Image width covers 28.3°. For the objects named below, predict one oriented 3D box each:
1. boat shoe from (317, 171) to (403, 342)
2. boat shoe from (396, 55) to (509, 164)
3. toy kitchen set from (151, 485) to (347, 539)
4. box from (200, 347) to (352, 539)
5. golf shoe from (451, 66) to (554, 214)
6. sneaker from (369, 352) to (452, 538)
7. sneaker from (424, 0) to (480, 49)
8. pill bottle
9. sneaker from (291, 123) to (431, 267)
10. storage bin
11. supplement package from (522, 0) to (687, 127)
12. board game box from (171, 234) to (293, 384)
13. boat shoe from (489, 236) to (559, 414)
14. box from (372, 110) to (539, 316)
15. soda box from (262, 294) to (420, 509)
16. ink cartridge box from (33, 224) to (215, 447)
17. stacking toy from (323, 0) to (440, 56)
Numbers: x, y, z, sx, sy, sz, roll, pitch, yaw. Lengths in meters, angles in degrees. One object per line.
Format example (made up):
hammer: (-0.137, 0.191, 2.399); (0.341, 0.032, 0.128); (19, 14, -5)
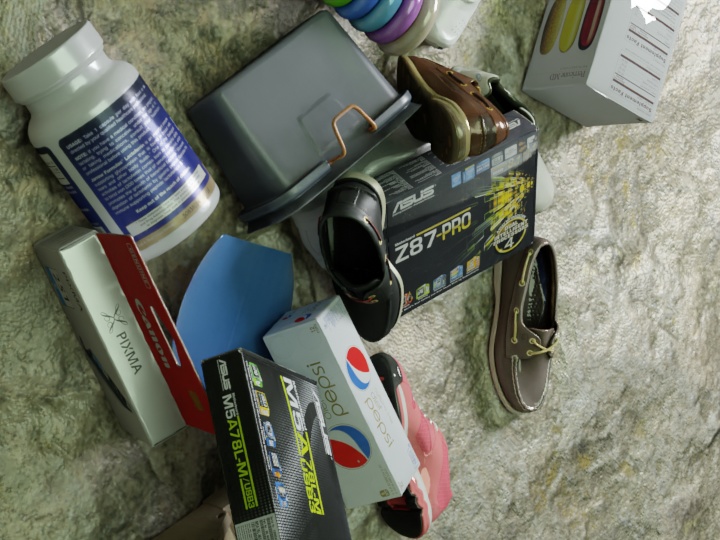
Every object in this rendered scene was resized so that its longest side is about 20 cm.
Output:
boat shoe: (-0.003, 0.000, 1.398); (0.202, 0.073, 0.063); (81, 22, -43)
boat shoe: (0.088, -0.165, 1.434); (0.067, 0.200, 0.072); (-10, 120, -15)
toy kitchen set: (-0.059, 0.290, 1.363); (0.200, 0.180, 0.164); (-33, 109, -28)
box: (-0.066, 0.182, 1.256); (0.193, 0.047, 0.201); (33, 40, -66)
golf shoe: (0.159, -0.134, 1.537); (0.200, 0.097, 0.078); (47, 67, -26)
sneaker: (0.048, 0.175, 1.504); (0.087, 0.073, 0.201); (-26, 108, -45)
sneaker: (0.114, -0.329, 1.507); (0.074, 0.087, 0.201); (24, 80, -32)
pill bottle: (-0.224, -0.115, 1.281); (0.116, 0.115, 0.200); (-44, 114, -23)
sneaker: (0.016, -0.079, 1.473); (0.200, 0.075, 0.089); (-35, 123, -22)
storage bin: (-0.060, -0.152, 1.381); (0.200, 0.145, 0.135); (-42, 102, -24)
supplement package: (0.279, -0.274, 1.597); (0.109, 0.114, 0.201); (23, 79, -32)
board game box: (-0.134, 0.047, 1.366); (0.200, 0.039, 0.159); (16, 90, -63)
boat shoe: (0.187, 0.062, 1.582); (0.071, 0.059, 0.201); (-1, 92, -33)
box: (0.094, -0.057, 1.475); (0.199, 0.049, 0.162); (-27, 136, -24)
soda box: (-0.017, 0.131, 1.413); (0.201, 0.068, 0.064); (65, 28, -12)
ink cartridge box: (-0.207, 0.060, 1.261); (0.045, 0.176, 0.201); (-30, 107, -23)
stacking toy: (-0.020, -0.286, 1.366); (0.199, 0.085, 0.086); (27, 77, -34)
